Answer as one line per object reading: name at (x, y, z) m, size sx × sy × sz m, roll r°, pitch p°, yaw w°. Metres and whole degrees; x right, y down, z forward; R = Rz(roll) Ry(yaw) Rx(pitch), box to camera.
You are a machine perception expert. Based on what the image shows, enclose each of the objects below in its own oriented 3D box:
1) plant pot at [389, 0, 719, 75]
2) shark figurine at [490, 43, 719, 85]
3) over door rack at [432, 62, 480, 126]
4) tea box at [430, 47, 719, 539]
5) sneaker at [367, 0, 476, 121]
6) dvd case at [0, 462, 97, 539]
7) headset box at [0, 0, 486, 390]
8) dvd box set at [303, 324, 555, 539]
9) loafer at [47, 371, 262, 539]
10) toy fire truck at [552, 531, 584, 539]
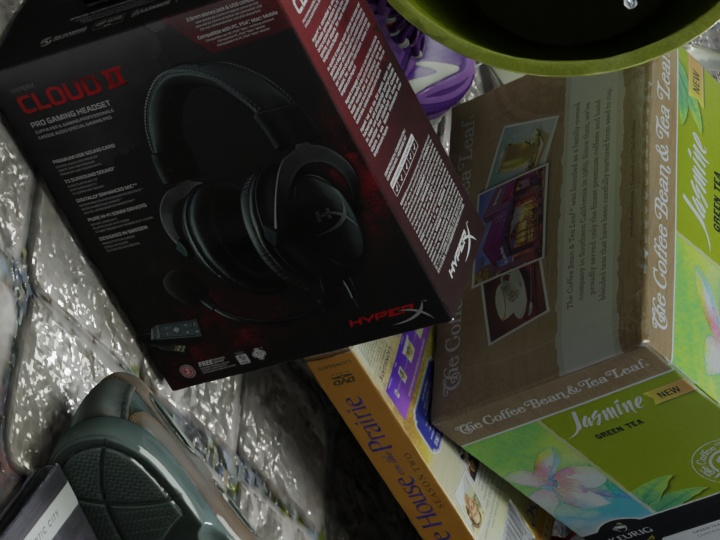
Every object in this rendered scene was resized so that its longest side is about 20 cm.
plant pot at (0.092, -0.175, 1.283) m, size 0.193 × 0.200 × 0.201 m, roll 41°, pitch 37°, yaw -85°
shark figurine at (0.152, -0.096, 1.730) m, size 0.128 × 0.214 × 0.090 m, roll 55°, pitch -25°, yaw 26°
over door rack at (0.039, -0.179, 1.602) m, size 0.200 × 0.067 × 0.148 m, roll -40°, pitch 113°, yaw -46°
tea box at (0.147, 0.020, 1.451) m, size 0.197 × 0.134 × 0.200 m, roll 36°, pitch 44°, yaw -37°
sneaker at (0.002, -0.125, 1.391) m, size 0.200 × 0.083 × 0.081 m, roll 30°, pitch 61°, yaw -51°
dvd case at (-0.115, 0.200, 1.156) m, size 0.200 × 0.016 × 0.149 m, roll 66°, pitch 29°, yaw -20°
headset box at (-0.057, -0.059, 1.250) m, size 0.200 × 0.149 × 0.077 m, roll 61°, pitch 29°, yaw -28°
dvd box set at (0.043, 0.064, 1.432) m, size 0.200 × 0.029 × 0.146 m, roll 57°, pitch 31°, yaw -32°
loafer at (-0.062, 0.129, 1.241) m, size 0.200 × 0.072 × 0.063 m, roll 59°, pitch 25°, yaw -26°
toy fire truck at (0.156, 0.216, 1.503) m, size 0.112 × 0.168 × 0.200 m, roll 52°, pitch 35°, yaw -39°
